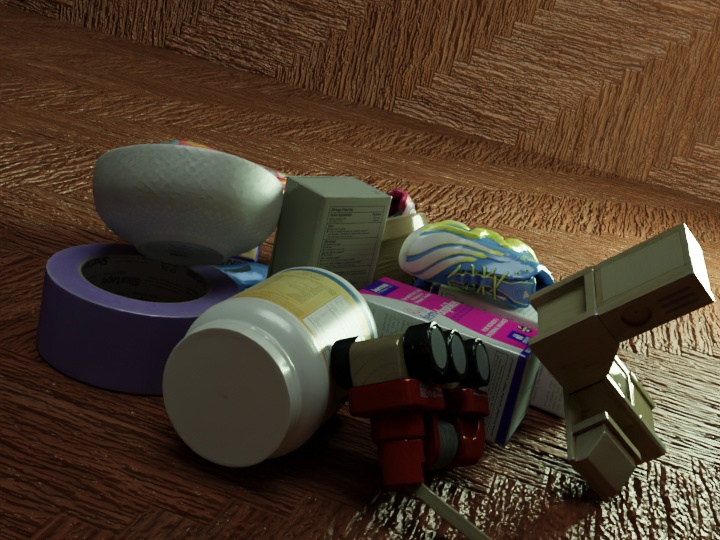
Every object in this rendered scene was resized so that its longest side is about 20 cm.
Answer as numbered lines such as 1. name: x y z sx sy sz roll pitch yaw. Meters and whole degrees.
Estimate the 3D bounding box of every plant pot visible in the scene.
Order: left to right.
1. plant pot: 0.000 0.000 1.247 0.199 0.094 0.201 -17 -4 -1

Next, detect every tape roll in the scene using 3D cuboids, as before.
1. tape roll: -0.228 0.045 1.018 0.198 0.086 0.200 13 17 -4

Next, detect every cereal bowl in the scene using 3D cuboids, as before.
1. cereal bowl: -0.182 -0.057 1.026 0.198 0.084 0.200 3 -15 1

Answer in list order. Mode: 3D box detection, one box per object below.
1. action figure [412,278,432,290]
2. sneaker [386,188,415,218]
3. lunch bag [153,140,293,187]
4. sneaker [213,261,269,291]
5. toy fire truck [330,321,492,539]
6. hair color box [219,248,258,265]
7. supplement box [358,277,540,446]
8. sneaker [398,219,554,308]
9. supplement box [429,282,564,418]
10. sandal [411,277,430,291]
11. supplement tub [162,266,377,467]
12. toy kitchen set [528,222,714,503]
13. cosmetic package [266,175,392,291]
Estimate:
1. action figure: 0.099 -0.007 1.280 0.051 0.066 0.200 1 -14 -11
2. sneaker: -0.015 -0.056 1.392 0.199 0.075 0.081 -27 56 -13
3. lunch bag: -0.166 -0.111 1.291 0.175 0.083 0.199 20 8 43
4. sneaker: -0.174 0.025 1.167 0.198 0.066 0.079 12 29 -3
5. toy fire truck: 0.071 0.156 0.865 0.128 0.202 0.176 -12 -15 23
6. hair color box: -0.190 -0.029 1.311 0.108 0.065 0.200 12 19 -6
7. supplement box: 0.085 0.093 1.053 0.198 0.104 0.101 18 17 18
8. sneaker: 0.144 -0.005 1.131 0.199 0.076 0.105 1 22 -34
9. supplement box: 0.182 0.083 1.176 0.199 0.104 0.101 19 18 24
10. sandal: 0.021 -0.014 1.438 0.200 0.075 0.048 36 -17 27
11. supplement tub: -0.079 0.085 0.906 0.144 0.146 0.200 19 18 16
12. toy kitchen set: 0.287 0.108 0.956 0.200 0.180 0.164 48 31 -25
13. cosmetic package: -0.044 0.000 1.097 0.103 0.202 0.073 -3 23 -42
